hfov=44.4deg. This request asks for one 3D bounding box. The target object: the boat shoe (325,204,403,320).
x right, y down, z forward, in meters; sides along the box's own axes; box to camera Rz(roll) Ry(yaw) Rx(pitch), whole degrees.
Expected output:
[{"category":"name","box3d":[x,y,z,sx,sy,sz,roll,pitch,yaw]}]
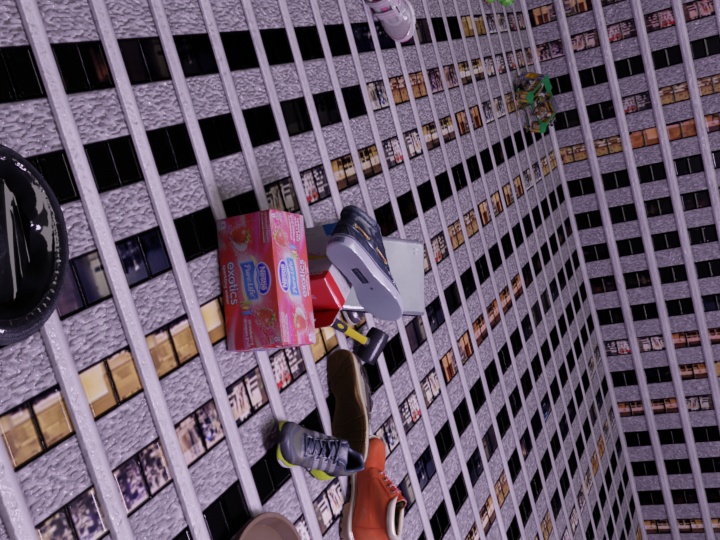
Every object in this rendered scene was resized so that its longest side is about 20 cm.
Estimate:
[{"category":"boat shoe","box3d":[0.020,-0.011,1.392,0.200,0.071,0.091,55,40,-38]}]

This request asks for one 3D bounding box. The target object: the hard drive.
[{"category":"hard drive","box3d":[0.024,0.007,1.585,0.200,0.033,0.140,6,78,-30]}]

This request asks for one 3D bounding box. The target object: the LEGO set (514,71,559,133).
[{"category":"LEGO set","box3d":[0.548,-0.547,2.858,0.154,0.116,0.200,-57,134,-13]}]

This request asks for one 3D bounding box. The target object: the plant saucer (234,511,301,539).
[{"category":"plant saucer","box3d":[-0.135,0.443,1.240,0.200,0.029,0.200,31,55,-57]}]

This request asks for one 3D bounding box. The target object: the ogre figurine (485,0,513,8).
[{"category":"ogre figurine","box3d":[0.413,-0.879,2.687,0.200,0.098,0.120,50,26,-62]}]

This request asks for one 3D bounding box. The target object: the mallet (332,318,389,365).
[{"category":"mallet","box3d":[-0.028,0.115,1.558,0.200,0.041,0.066,25,88,-45]}]

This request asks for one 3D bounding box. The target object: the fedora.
[{"category":"fedora","box3d":[-0.378,-0.023,0.860,0.201,0.092,0.201,30,55,-56]}]

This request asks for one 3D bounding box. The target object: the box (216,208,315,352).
[{"category":"box","box3d":[-0.139,0.017,1.302,0.095,0.100,0.200,8,75,-62]}]

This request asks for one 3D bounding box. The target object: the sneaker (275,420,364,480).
[{"category":"sneaker","box3d":[-0.063,0.278,1.377,0.200,0.081,0.074,36,50,-54]}]

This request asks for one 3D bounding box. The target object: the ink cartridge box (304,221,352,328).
[{"category":"ink cartridge box","box3d":[-0.075,0.009,1.409,0.067,0.116,0.200,64,30,-30]}]

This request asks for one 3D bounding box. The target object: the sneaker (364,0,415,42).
[{"category":"sneaker","box3d":[0.050,-0.585,1.909,0.200,0.081,0.088,62,32,-16]}]

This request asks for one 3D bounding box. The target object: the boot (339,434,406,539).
[{"category":"boot","box3d":[0.035,0.374,1.511,0.075,0.107,0.200,48,39,-43]}]

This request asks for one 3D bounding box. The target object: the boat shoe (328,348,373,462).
[{"category":"boat shoe","box3d":[-0.007,0.235,1.511,0.065,0.073,0.200,12,70,-56]}]

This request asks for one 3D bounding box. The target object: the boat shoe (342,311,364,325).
[{"category":"boat shoe","box3d":[0.000,0.000,1.615,0.073,0.063,0.200,32,54,-59]}]
